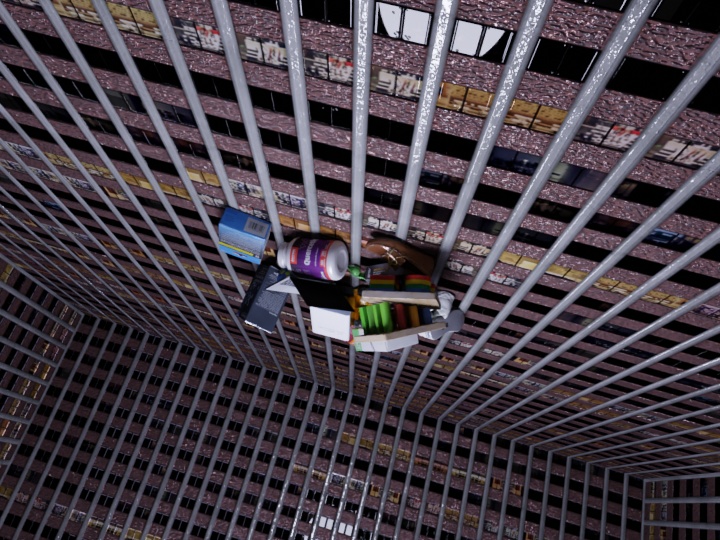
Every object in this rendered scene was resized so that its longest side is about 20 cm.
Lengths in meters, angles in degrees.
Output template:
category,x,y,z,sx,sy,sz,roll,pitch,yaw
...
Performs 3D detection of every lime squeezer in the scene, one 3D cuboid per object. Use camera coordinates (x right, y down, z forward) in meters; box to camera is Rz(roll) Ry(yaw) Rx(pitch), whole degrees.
category,x,y,z,sx,sy,sz,roll,pitch,yaw
lime squeezer,0.000,0.000,1.627,0.196,0.038,0.071,14,156,10

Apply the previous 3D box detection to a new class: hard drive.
category,x,y,z,sx,sy,sz,roll,pitch,yaw
hard drive,-0.097,0.166,1.721,0.129,0.027,0.201,14,151,6

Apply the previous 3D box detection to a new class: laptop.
category,x,y,z,sx,sy,sz,roll,pitch,yaw
laptop,-0.153,0.087,1.585,0.185,0.118,0.198,12,154,-43

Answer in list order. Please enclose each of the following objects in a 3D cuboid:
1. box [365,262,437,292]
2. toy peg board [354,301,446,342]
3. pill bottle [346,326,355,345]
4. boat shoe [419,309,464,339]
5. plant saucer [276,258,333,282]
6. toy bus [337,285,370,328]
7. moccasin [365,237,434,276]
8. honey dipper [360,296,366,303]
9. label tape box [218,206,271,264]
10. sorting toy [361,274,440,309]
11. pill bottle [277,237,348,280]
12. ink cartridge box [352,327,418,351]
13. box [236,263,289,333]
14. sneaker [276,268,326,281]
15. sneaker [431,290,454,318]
category,x,y,z,sx,sy,sz,roll,pitch,yaw
box,0.125,0.043,1.588,0.156,0.049,0.200,-10,147,26
toy peg board,0.101,0.134,1.478,0.196,0.100,0.199,-9,176,-25
pill bottle,-0.039,0.222,2.047,0.197,0.115,0.113,26,155,-20
boat shoe,0.260,0.175,1.699,0.065,0.074,0.198,1,-163,45
plant saucer,-0.175,-0.012,1.725,0.196,0.035,0.201,14,155,6
toy bus,-0.003,0.141,1.844,0.196,0.139,0.192,2,166,26
moccasin,0.105,-0.030,1.435,0.199,0.079,0.073,25,155,-18
honey dipper,0.091,0.084,1.587,0.196,0.039,0.038,-2,152,23
label tape box,-0.356,-0.103,1.611,0.142,0.064,0.200,20,157,-8
sorting toy,0.119,0.058,1.448,0.194,0.071,0.200,2,169,13
pill bottle,-0.141,-0.037,1.547,0.196,0.114,0.113,6,155,24
ink cartridge box,0.085,0.226,1.834,0.144,0.086,0.199,-10,179,-32
box,-0.324,0.091,1.803,0.106,0.203,0.148,26,172,-24
sneaker,-0.189,0.023,1.682,0.196,0.072,0.083,-4,143,34
sneaker,0.201,0.109,1.677,0.198,0.082,0.070,-2,153,40
